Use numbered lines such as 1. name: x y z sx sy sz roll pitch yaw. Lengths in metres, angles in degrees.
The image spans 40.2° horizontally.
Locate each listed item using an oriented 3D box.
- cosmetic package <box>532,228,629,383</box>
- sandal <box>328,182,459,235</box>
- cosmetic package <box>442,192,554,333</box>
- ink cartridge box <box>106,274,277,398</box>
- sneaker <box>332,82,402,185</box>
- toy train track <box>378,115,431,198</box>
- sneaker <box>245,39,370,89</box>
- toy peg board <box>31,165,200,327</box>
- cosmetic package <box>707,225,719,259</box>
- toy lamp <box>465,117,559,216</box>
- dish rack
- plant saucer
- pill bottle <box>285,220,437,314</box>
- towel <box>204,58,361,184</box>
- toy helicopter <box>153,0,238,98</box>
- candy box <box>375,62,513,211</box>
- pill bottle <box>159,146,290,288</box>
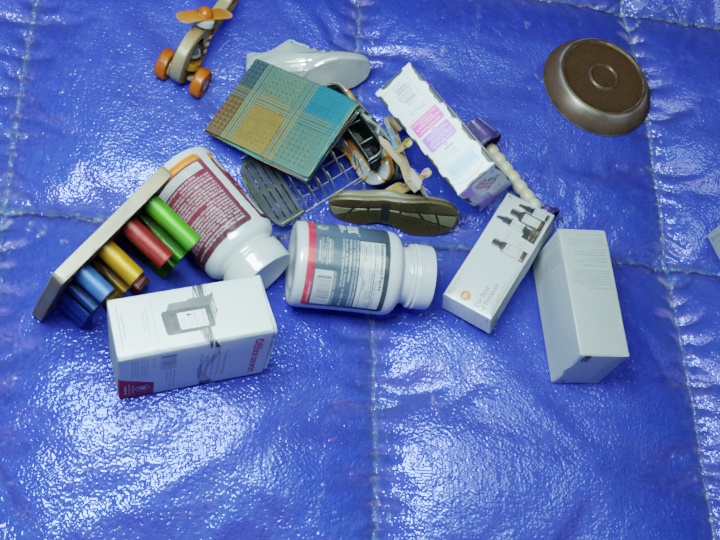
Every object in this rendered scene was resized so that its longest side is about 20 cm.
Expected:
1. cosmetic package: 0.317 0.053 1.432 0.080 0.113 0.202 0 66 -13
2. sandal: 0.052 -0.101 1.464 0.197 0.081 0.054 8 55 -5
3. cosmetic package: 0.204 -0.014 1.449 0.082 0.051 0.201 26 66 18
4. ink cartridge box: -0.218 0.086 1.260 0.198 0.146 0.084 -10 66 -18
5. sneaker: 0.002 -0.207 1.509 0.077 0.078 0.201 -2 53 -49
6. toy train track: 0.067 -0.179 1.432 0.115 0.032 0.201 46 17 -31
7. sneaker: -0.084 -0.330 1.547 0.198 0.076 0.089 -8 55 -16
8. toy peg board: -0.306 -0.005 1.265 0.098 0.200 0.200 43 61 -7
9. cosmetic package: 0.641 -0.001 1.531 0.080 0.113 0.202 -14 67 -20
10. toy lamp: 0.230 -0.154 1.543 0.058 0.058 0.201 -28 75 -24
11. dish rack: -0.078 -0.164 1.433 0.199 0.055 0.154 -32 61 -4
12. plant saucer: 0.412 -0.324 1.685 0.198 0.035 0.202 6 63 -12
13. pill bottle: 0.000 0.000 1.373 0.198 0.120 0.121 6 63 -12
14. towel: -0.114 -0.220 1.429 0.199 0.022 0.147 27 73 26
15. toy helicopter: -0.234 -0.371 1.489 0.078 0.133 0.201 27 61 1
16. candy box: 0.128 -0.194 1.462 0.071 0.168 0.201 -41 74 10
17. pill bottle: -0.194 -0.062 1.358 0.114 0.114 0.200 -35 76 -26
